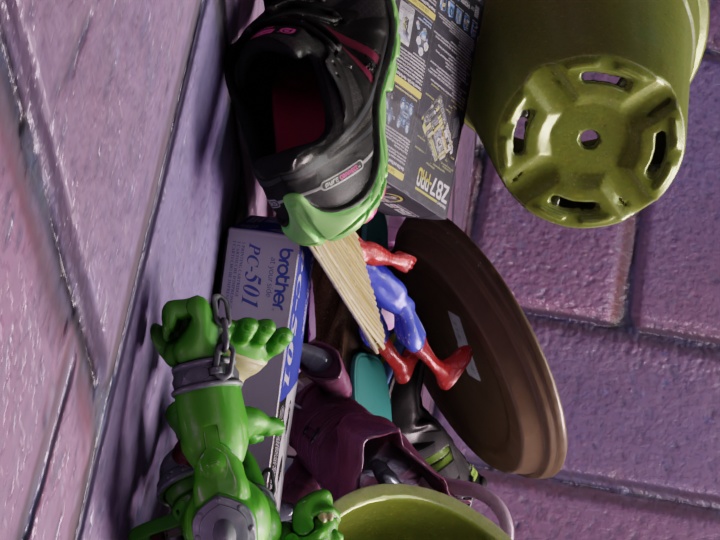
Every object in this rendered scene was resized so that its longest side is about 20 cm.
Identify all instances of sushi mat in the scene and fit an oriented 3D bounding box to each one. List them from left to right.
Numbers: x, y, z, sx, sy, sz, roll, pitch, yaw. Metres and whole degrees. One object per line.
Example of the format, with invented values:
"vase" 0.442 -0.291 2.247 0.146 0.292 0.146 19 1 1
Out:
"sushi mat" -0.023 -0.032 1.440 0.200 0.012 0.096 58 14 -62

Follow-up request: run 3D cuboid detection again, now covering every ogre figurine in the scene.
"ogre figurine" -0.064 0.106 1.245 0.200 0.097 0.121 118 -32 -56

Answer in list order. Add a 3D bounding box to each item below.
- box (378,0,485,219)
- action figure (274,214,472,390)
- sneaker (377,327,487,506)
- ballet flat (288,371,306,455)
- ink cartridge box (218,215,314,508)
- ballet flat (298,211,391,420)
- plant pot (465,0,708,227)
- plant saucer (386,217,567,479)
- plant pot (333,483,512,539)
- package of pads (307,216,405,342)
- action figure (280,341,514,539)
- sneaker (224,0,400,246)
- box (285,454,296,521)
"box" 0.012 -0.131 1.569 0.200 0.049 0.162 27 69 -64
"action figure" 0.000 0.000 1.629 0.200 0.065 0.052 48 64 -42
"sneaker" 0.043 0.131 1.779 0.071 0.082 0.201 -108 -170 -77
"ballet flat" -0.036 0.145 1.812 0.200 0.070 0.071 87 12 -57
"ink cartridge box" -0.061 0.074 1.447 0.094 0.044 0.202 -50 147 -83
"ballet flat" -0.019 0.052 1.711 0.068 0.072 0.202 21 65 -63
"plant pot" 0.144 -0.125 1.708 0.190 0.198 0.201 -94 -171 -61
"plant saucer" 0.072 0.054 1.737 0.200 0.029 0.201 54 -20 29
"plant pot" -0.011 0.244 1.394 0.190 0.199 0.201 -38 -150 44
"package of pads" 0.004 0.004 1.903 0.201 0.075 0.121 93 10 -48
"action figure" -0.003 0.104 1.577 0.200 0.148 0.135 46 -55 55
"sneaker" -0.025 -0.110 1.327 0.084 0.076 0.201 48 28 -47
"box" -0.045 0.248 1.667 0.201 0.096 0.177 91 11 -50
